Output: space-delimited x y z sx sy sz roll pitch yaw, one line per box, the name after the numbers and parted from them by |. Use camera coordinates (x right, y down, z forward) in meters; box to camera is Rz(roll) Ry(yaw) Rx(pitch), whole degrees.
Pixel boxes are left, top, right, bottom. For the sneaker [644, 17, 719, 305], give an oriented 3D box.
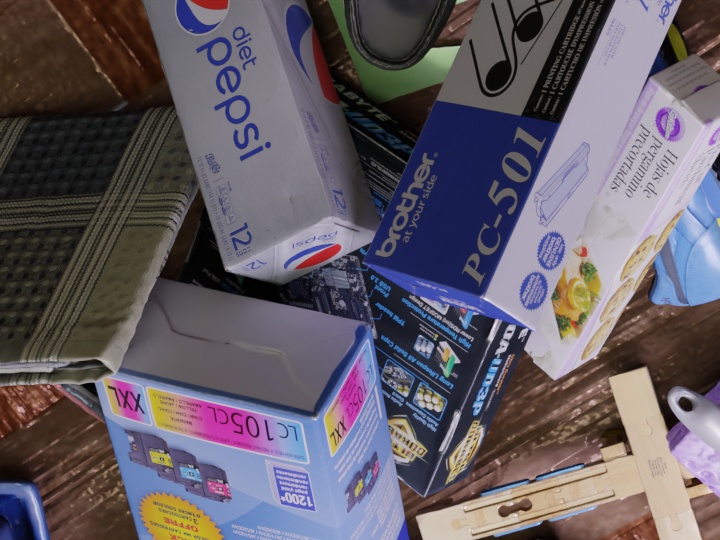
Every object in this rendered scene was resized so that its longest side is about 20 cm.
0.147 -0.071 1.093 0.078 0.066 0.202 -17 108 23 | sneaker

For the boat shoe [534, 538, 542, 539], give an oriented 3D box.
0.110 0.191 1.218 0.198 0.072 0.072 12 106 -3 | boat shoe

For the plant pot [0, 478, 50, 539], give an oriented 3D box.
-0.282 0.235 1.259 0.198 0.180 0.202 -3 113 14 | plant pot

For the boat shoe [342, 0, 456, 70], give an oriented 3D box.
0.025 -0.190 1.021 0.071 0.068 0.202 15 117 3 | boat shoe

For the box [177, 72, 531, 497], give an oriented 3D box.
0.000 0.000 1.125 0.199 0.046 0.160 35 119 26 | box

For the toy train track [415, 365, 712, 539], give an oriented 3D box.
0.129 0.120 1.189 0.198 0.033 0.116 -17 99 10 | toy train track

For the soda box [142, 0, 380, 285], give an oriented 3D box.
-0.056 -0.099 1.077 0.068 0.063 0.202 -26 72 21 | soda box

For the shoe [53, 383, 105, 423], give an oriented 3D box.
-0.083 0.070 1.191 0.199 0.091 0.072 25 116 2 | shoe

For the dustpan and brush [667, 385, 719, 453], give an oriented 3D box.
0.247 0.124 1.095 0.200 0.057 0.140 39 78 -4 | dustpan and brush

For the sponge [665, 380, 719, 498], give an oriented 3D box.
0.271 0.060 1.123 0.111 0.030 0.200 40 105 -7 | sponge

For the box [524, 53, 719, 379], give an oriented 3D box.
0.134 -0.023 1.067 0.039 0.041 0.201 45 137 19 | box

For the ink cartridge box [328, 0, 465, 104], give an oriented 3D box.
0.027 -0.193 1.081 0.144 0.048 0.202 -17 105 18 | ink cartridge box

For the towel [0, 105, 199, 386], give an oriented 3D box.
-0.175 -0.011 1.110 0.191 0.201 0.035 -2 135 26 | towel

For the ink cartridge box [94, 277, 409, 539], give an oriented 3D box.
-0.052 0.112 1.101 0.135 0.077 0.201 11 136 24 | ink cartridge box

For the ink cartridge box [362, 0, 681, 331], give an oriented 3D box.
0.083 -0.078 1.011 0.044 0.094 0.202 30 81 -39 | ink cartridge box
